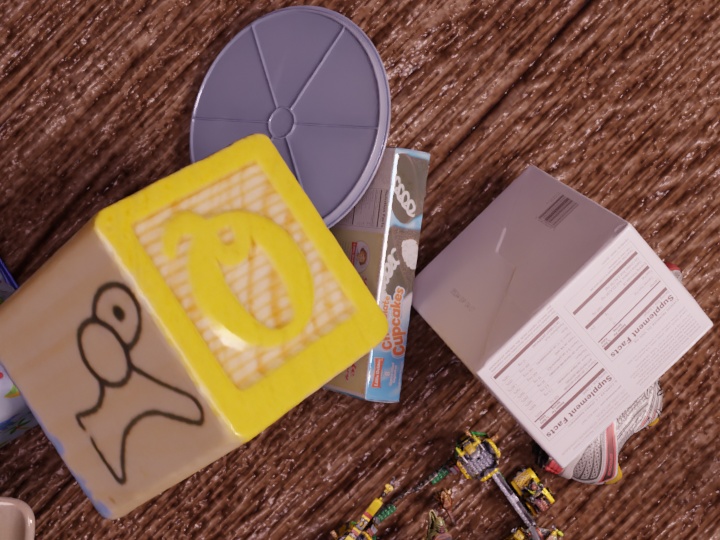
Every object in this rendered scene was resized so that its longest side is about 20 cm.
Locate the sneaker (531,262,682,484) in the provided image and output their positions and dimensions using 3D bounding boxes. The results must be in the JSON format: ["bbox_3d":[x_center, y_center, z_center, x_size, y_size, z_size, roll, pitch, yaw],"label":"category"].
[{"bbox_3d":[0.219,0.086,1.228,0.082,0.078,0.201,25,94,-14],"label":"sneaker"}]

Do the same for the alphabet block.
[{"bbox_3d":[-0.135,0.044,1.126,0.200,0.196,0.196,-33,92,44],"label":"alphabet block"}]

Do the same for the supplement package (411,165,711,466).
[{"bbox_3d":[0.146,0.028,1.140,0.156,0.200,0.111,-43,112,1],"label":"supplement package"}]

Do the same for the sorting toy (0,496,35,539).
[{"bbox_3d":[-0.367,0.258,1.172,0.198,0.037,0.187,8,114,-6],"label":"sorting toy"}]

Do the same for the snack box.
[{"bbox_3d":[0.000,0.000,1.202,0.037,0.116,0.202,7,91,-32],"label":"snack box"}]

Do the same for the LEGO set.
[{"bbox_3d":[0.073,0.231,1.201,0.199,0.116,0.155,-29,90,1],"label":"LEGO set"}]

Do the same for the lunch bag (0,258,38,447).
[{"bbox_3d":[-0.361,0.062,1.209,0.169,0.127,0.201,-31,79,3],"label":"lunch bag"}]

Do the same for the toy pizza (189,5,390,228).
[{"bbox_3d":[-0.057,-0.119,1.210,0.199,0.032,0.202,-6,79,30],"label":"toy pizza"}]
